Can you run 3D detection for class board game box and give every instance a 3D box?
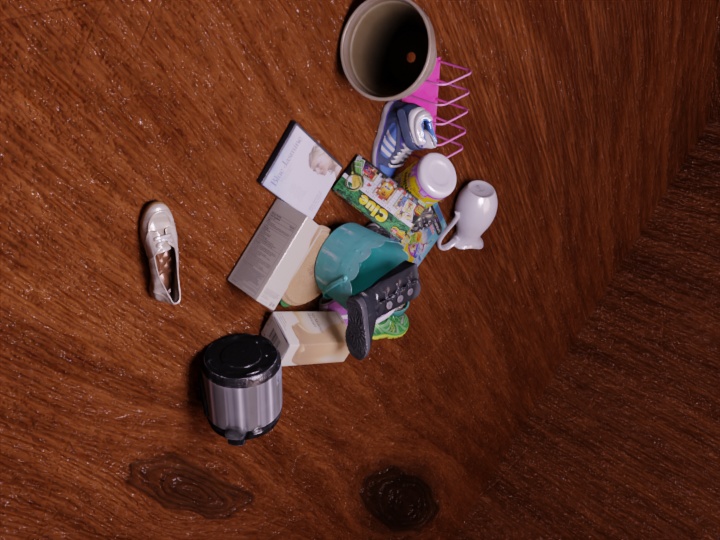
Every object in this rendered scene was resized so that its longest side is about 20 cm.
[{"bbox_3d":[0.043,-0.163,1.573,0.106,0.198,0.023,-52,174,-9],"label":"board game box"},{"bbox_3d":[0.145,-0.094,1.875,0.201,0.046,0.152,-53,145,-13],"label":"board game box"}]

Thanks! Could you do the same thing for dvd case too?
[{"bbox_3d":[-0.123,-0.206,1.472,0.145,0.017,0.199,-59,146,-2],"label":"dvd case"}]

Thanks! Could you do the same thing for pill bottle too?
[{"bbox_3d":[0.133,-0.194,1.640,0.102,0.199,0.107,8,72,-26],"label":"pill bottle"}]

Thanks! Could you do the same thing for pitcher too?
[{"bbox_3d":[0.305,-0.148,2.002,0.168,0.122,0.203,-17,139,-27],"label":"pitcher"}]

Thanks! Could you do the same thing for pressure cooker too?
[{"bbox_3d":[-0.251,0.262,1.486,0.174,0.177,0.205,-24,129,-37],"label":"pressure cooker"}]

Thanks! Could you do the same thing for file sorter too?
[{"bbox_3d":[0.178,-0.378,1.652,0.138,0.124,0.204,-31,135,-37],"label":"file sorter"}]

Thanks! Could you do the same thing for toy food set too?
[{"bbox_3d":[-0.125,-0.009,1.579,0.201,0.048,0.199,-53,145,-14],"label":"toy food set"}]

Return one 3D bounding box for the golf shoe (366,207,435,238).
[{"bbox_3d":[0.091,-0.137,1.765,0.196,0.097,0.078,-14,169,-23],"label":"golf shoe"}]

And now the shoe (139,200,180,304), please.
[{"bbox_3d":[-0.354,-0.028,1.260,0.069,0.053,0.204,-26,133,-40],"label":"shoe"}]

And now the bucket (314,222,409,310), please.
[{"bbox_3d":[0.000,0.000,1.588,0.205,0.133,0.211,-31,135,-36],"label":"bucket"}]

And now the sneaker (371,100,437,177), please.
[{"bbox_3d":[0.106,-0.283,1.605,0.080,0.145,0.205,-17,126,-45],"label":"sneaker"}]

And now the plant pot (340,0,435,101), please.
[{"bbox_3d":[0.079,-0.450,1.442,0.173,0.196,0.205,-19,130,-65],"label":"plant pot"}]

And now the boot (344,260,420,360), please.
[{"bbox_3d":[0.054,0.087,1.551,0.199,0.065,0.168,-34,139,-40],"label":"boot"}]

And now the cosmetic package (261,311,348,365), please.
[{"bbox_3d":[-0.118,0.155,1.604,0.197,0.106,0.072,1,134,-44],"label":"cosmetic package"}]

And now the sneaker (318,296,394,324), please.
[{"bbox_3d":[-0.008,0.080,1.721,0.196,0.073,0.117,-17,125,-9],"label":"sneaker"}]

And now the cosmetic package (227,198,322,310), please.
[{"bbox_3d":[-0.177,-0.034,1.447,0.202,0.104,0.071,-57,147,-3],"label":"cosmetic package"}]

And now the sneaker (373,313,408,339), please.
[{"bbox_3d":[0.075,0.139,1.921,0.198,0.073,0.085,-6,122,-50],"label":"sneaker"}]

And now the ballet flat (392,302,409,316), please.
[{"bbox_3d":[0.051,0.088,1.832,0.196,0.069,0.070,-3,150,-38],"label":"ballet flat"}]
